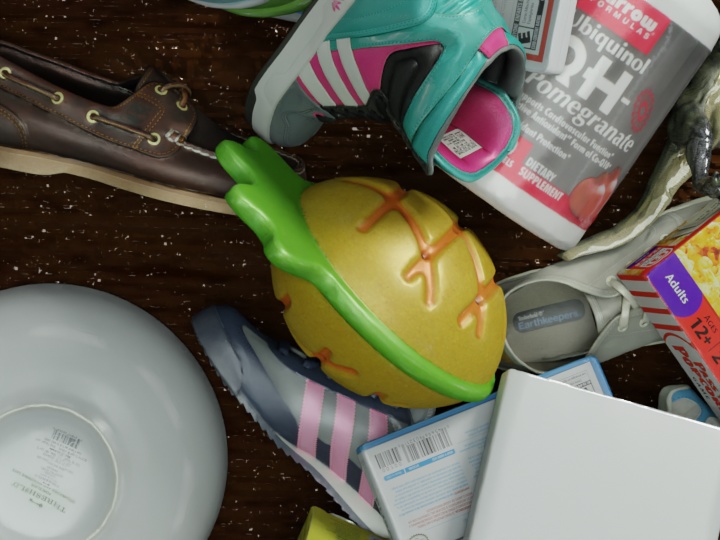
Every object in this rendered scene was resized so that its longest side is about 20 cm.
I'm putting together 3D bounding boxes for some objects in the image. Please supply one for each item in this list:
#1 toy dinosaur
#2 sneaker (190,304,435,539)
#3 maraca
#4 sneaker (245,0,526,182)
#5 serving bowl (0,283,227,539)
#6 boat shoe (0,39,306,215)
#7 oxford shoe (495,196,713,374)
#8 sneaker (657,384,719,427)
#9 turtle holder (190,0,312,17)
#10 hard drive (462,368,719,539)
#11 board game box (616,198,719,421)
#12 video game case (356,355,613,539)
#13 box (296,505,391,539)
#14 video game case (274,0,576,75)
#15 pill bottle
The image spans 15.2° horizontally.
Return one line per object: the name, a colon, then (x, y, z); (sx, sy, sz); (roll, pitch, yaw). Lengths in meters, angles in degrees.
toy dinosaur: (0.192, -0.075, 1.468); (0.047, 0.088, 0.200); (37, 84, -38)
sneaker: (-0.005, 0.076, 1.498); (0.082, 0.070, 0.200); (-43, 104, 10)
maraca: (0.000, 0.000, 1.429); (0.200, 0.137, 0.107); (37, 107, -29)
sneaker: (0.021, -0.090, 1.398); (0.084, 0.200, 0.121); (-38, 84, -32)
serving bowl: (-0.174, 0.110, 1.501); (0.199, 0.066, 0.201); (0, 96, -1)
boat shoe: (-0.124, -0.078, 1.476); (0.199, 0.070, 0.071); (12, 100, -2)
oxford shoe: (0.157, 0.011, 1.499); (0.199, 0.058, 0.075); (-18, 95, 0)
sneaker: (0.118, 0.138, 1.510); (0.200, 0.077, 0.081); (-29, 89, -5)
turtle holder: (-0.057, -0.195, 1.403); (0.185, 0.132, 0.141); (44, 109, 30)
hard drive: (0.116, 0.166, 1.426); (0.131, 0.027, 0.201); (16, 76, -6)
board game box: (0.263, 0.003, 1.478); (0.200, 0.046, 0.152); (-38, 100, -12)
video game case: (0.099, 0.162, 1.446); (0.143, 0.018, 0.201); (-20, 82, -14)
box: (-0.035, 0.233, 1.498); (0.075, 0.050, 0.200); (25, 112, -4)
video game case: (0.034, -0.191, 1.435); (0.199, 0.017, 0.144); (15, 98, 34)
pill bottle: (0.124, -0.121, 1.455); (0.111, 0.111, 0.200); (34, 95, -5)
